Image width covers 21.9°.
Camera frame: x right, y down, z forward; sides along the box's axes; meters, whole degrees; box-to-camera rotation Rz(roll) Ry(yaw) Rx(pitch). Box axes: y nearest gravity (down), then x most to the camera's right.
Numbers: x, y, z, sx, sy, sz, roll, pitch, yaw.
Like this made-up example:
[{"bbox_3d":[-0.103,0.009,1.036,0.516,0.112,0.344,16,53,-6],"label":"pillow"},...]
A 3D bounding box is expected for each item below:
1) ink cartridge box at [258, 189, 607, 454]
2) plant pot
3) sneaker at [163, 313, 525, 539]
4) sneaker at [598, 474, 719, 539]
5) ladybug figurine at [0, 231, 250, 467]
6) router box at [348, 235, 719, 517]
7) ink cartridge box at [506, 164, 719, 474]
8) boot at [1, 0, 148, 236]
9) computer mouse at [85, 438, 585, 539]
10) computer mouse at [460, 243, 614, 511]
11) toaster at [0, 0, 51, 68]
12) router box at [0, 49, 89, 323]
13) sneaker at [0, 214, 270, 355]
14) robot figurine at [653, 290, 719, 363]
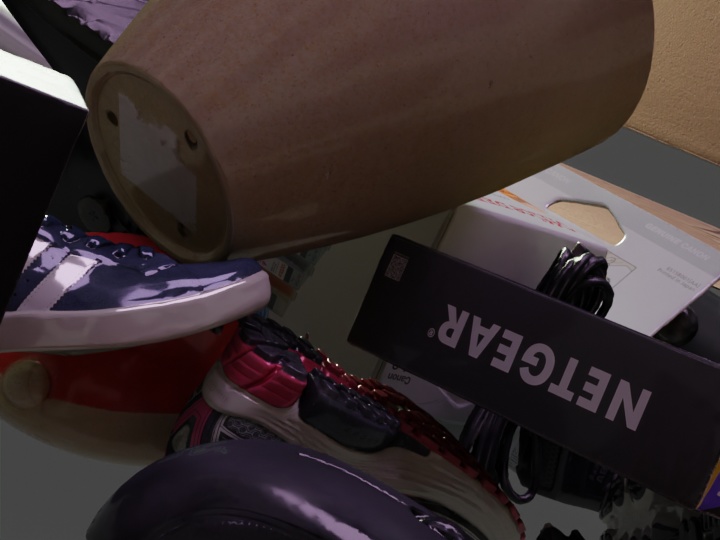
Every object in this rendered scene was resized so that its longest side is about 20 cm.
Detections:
[{"bbox_3d":[0.000,0.000,1.003,0.200,0.145,0.145,34,14,39],"label":"ink cartridge box"},{"bbox_3d":[-0.011,-0.088,0.787,0.200,0.188,0.187,-35,49,-30],"label":"plant pot"},{"bbox_3d":[-0.005,0.086,0.790,0.200,0.075,0.081,32,8,-43],"label":"sneaker"},{"bbox_3d":[0.192,0.108,0.877,0.079,0.078,0.200,3,-12,-26],"label":"sneaker"},{"bbox_3d":[-0.104,0.029,0.821,0.135,0.072,0.200,26,11,8],"label":"ladybug figurine"},{"bbox_3d":[0.116,0.056,0.769,0.157,0.052,0.200,23,0,-44],"label":"router box"},{"bbox_3d":[0.096,0.017,1.108,0.200,0.173,0.044,34,-30,41],"label":"ink cartridge box"},{"bbox_3d":[-0.138,-0.073,0.912,0.200,0.168,0.076,43,41,0],"label":"boot"},{"bbox_3d":[0.002,0.096,0.673,0.199,0.053,0.139,11,9,1],"label":"computer mouse"},{"bbox_3d":[0.129,0.077,0.980,0.200,0.139,0.053,29,-2,-39],"label":"computer mouse"},{"bbox_3d":[-0.180,-0.086,1.091,0.129,0.114,0.200,32,4,23],"label":"toaster"},{"bbox_3d":[-0.210,-0.022,0.602,0.199,0.158,0.052,21,11,-20],"label":"router box"},{"bbox_3d":[-0.134,-0.009,0.698,0.199,0.085,0.075,-4,-4,-12],"label":"sneaker"},{"bbox_3d":[0.193,0.072,1.157,0.124,0.151,0.200,-10,33,-43],"label":"robot figurine"}]
